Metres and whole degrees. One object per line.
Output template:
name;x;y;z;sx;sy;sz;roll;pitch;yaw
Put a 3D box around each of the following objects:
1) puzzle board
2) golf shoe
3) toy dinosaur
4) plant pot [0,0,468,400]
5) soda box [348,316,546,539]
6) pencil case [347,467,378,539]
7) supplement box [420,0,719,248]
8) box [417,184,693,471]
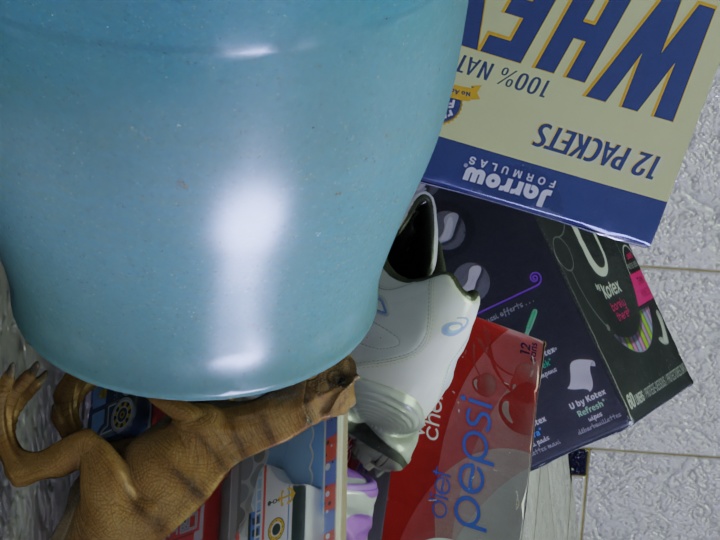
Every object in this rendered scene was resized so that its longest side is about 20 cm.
puzzle board;-0.061;0.096;0.941;0.017;0.151;0.200;24;55;-37
golf shoe;0.000;0.000;1.059;0.078;0.097;0.200;29;16;-33
toy dinosaur;-0.090;0.084;0.882;0.106;0.200;0.060;46;1;21
plant pot;-0.059;-0.067;0.854;0.200;0.200;0.188;-79;173;-58
soda box;0.027;0.117;1.066;0.063;0.070;0.200;-44;-149;54
pencil case;-0.048;0.163;0.988;0.085;0.084;0.200;70;31;-90
supplement box;0.070;-0.144;1.042;0.200;0.134;0.200;-115;-138;-69
box;0.067;-0.004;1.239;0.200;0.106;0.122;65;23;2
